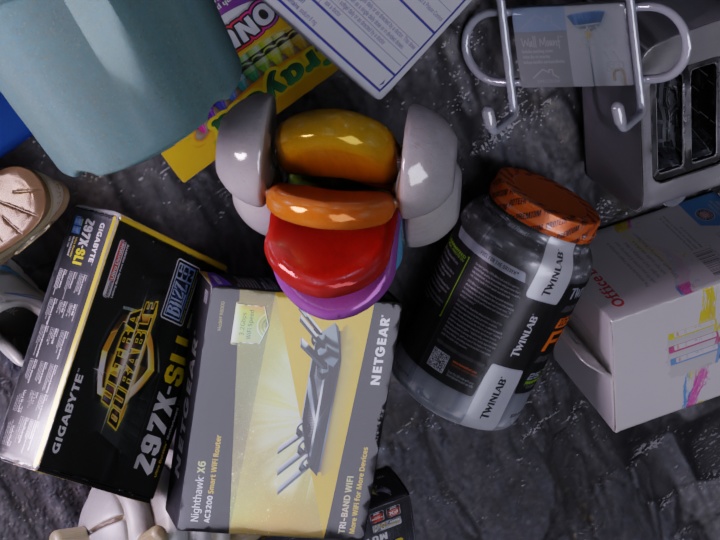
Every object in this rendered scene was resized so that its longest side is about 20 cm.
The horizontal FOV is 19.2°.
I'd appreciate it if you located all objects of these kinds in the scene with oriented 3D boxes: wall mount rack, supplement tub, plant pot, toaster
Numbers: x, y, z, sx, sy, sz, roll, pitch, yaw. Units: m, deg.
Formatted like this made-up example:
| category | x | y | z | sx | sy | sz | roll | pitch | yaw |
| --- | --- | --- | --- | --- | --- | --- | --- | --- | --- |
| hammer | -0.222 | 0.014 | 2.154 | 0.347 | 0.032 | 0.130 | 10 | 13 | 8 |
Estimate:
| category | x | y | z | sx | sy | sz | roll | pitch | yaw |
| --- | --- | --- | --- | --- | --- | --- | --- | --- | --- |
| wall mount rack | 0.149 | -0.194 | 1.643 | 0.075 | 0.199 | 0.175 | -35 | 120 | -54 |
| supplement tub | 0.117 | 0.023 | 1.794 | 0.122 | 0.123 | 0.201 | 13 | 114 | -31 |
| plant pot | -0.187 | -0.182 | 1.431 | 0.200 | 0.200 | 0.197 | -31 | 116 | -5 |
| toaster | 0.281 | -0.164 | 1.762 | 0.180 | 0.119 | 0.201 | -18 | 125 | -16 |

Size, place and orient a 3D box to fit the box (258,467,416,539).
| category | x | y | z | sx | sy | sz | roll | pitch | yaw |
| --- | --- | --- | --- | --- | --- | --- | --- | --- | --- |
| box | -0.045 | 0.281 | 1.921 | 0.199 | 0.048 | 0.159 | -17 | 125 | -15 |

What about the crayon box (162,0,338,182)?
| category | x | y | z | sx | sy | sz | roll | pitch | yaw |
| --- | --- | --- | --- | --- | --- | --- | --- | --- | --- |
| crayon box | -0.103 | -0.192 | 1.595 | 0.200 | 0.058 | 0.173 | -36 | 128 | -1 |

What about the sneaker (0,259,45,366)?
| category | x | y | z | sx | sy | sz | roll | pitch | yaw |
| --- | --- | --- | --- | --- | --- | --- | --- | --- | --- |
| sneaker | -0.235 | 0.060 | 1.671 | 0.199 | 0.087 | 0.075 | 27 | 104 | -37 |

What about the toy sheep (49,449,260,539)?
| category | x | y | z | sx | sy | sz | roll | pitch | yaw |
| --- | --- | --- | --- | --- | --- | --- | --- | --- | --- |
| toy sheep | -0.164 | 0.210 | 1.768 | 0.199 | 0.138 | 0.139 | 2 | 118 | -32 |

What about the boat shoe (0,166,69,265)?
| category | x | y | z | sx | sy | sz | roll | pitch | yaw |
| --- | --- | --- | --- | --- | --- | --- | --- | --- | --- |
| boat shoe | -0.306 | -0.012 | 1.597 | 0.199 | 0.072 | 0.064 | -26 | 173 | 14 |

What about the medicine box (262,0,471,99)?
| category | x | y | z | sx | sy | sz | roll | pitch | yaw |
| --- | --- | --- | --- | --- | --- | --- | --- | --- | --- |
| medicine box | 0.009 | -0.254 | 1.491 | 0.200 | 0.103 | 0.182 | -48 | 142 | 4 |

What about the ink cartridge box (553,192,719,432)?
| category | x | y | z | sx | sy | sz | roll | pitch | yaw |
| --- | --- | --- | --- | --- | --- | --- | --- | --- | --- |
| ink cartridge box | 0.257 | 0.038 | 1.868 | 0.199 | 0.129 | 0.126 | -18 | 126 | -14 |

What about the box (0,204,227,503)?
| category | x | y | z | sx | sy | sz | roll | pitch | yaw |
| --- | --- | --- | --- | --- | --- | --- | --- | --- | --- |
| box | -0.189 | 0.067 | 1.639 | 0.160 | 0.049 | 0.201 | 30 | 76 | -60 |

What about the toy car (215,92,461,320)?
| category | x | y | z | sx | sy | sz | roll | pitch | yaw |
| --- | --- | --- | --- | --- | --- | --- | --- | --- | --- |
| toy car | -0.017 | -0.041 | 1.579 | 0.174 | 0.200 | 0.151 | 4 | 77 | 5 |

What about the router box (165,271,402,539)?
| category | x | y | z | sx | sy | sz | roll | pitch | yaw |
| --- | --- | --- | --- | --- | --- | --- | --- | --- | --- |
| router box | -0.061 | 0.108 | 1.679 | 0.156 | 0.052 | 0.201 | 5 | 102 | -17 |

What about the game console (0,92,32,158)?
| category | x | y | z | sx | sy | sz | roll | pitch | yaw |
| --- | --- | --- | --- | --- | --- | --- | --- | --- | --- |
| game console | -0.330 | -0.160 | 1.531 | 0.170 | 0.119 | 0.201 | -4 | 126 | 13 |
